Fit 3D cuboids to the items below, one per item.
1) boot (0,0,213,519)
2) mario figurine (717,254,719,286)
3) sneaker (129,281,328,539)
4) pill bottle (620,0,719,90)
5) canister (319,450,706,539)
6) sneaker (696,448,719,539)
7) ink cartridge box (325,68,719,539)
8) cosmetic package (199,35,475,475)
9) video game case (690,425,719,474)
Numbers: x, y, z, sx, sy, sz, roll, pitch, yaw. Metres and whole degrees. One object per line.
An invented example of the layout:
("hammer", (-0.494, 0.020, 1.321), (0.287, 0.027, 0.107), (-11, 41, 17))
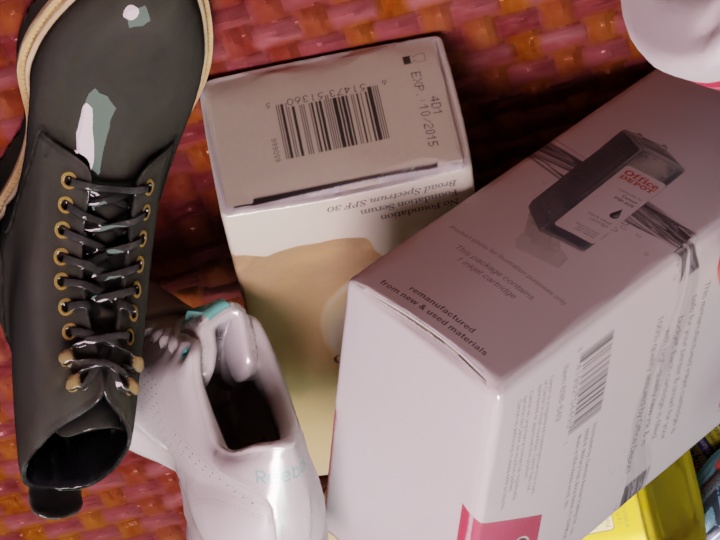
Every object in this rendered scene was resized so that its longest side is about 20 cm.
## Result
("boot", (-0.094, -0.013, 0.991), (0.077, 0.139, 0.201), (2, 142, -17))
("mario figurine", (0.183, 0.024, 1.036), (0.105, 0.124, 0.200), (-18, 151, 13))
("sneaker", (-0.064, 0.041, 1.047), (0.075, 0.200, 0.089), (-16, 129, -23))
("pill bottle", (0.204, -0.103, 0.970), (0.199, 0.111, 0.111), (14, 138, -29))
("canister", (0.048, 0.121, 1.196), (0.199, 0.087, 0.148), (-14, 178, 17))
("sneaker", (0.226, 0.104, 1.214), (0.199, 0.096, 0.080), (-31, 96, 15))
("ink cartridge box", (0.083, 0.028, 1.041), (0.199, 0.085, 0.146), (-33, 145, -34))
("cosmetic package", (0.000, 0.000, 1.090), (0.104, 0.071, 0.201), (-12, 144, 1))
("video game case", (0.216, 0.055, 1.261), (0.180, 0.026, 0.200), (-22, 143, 15))
